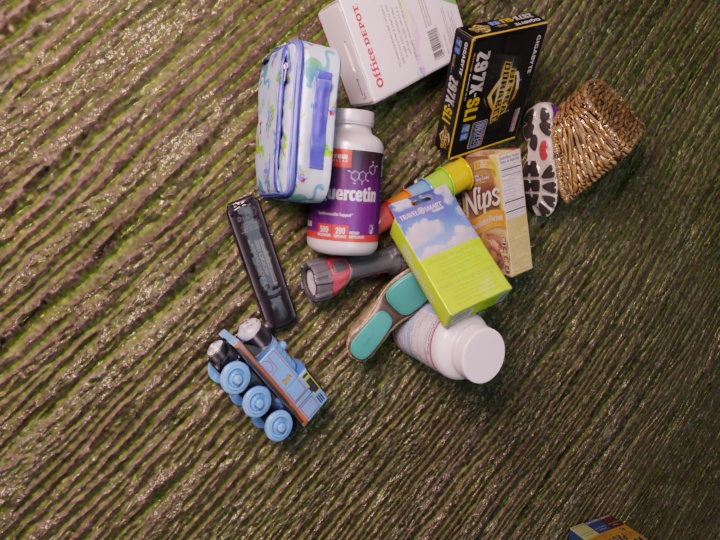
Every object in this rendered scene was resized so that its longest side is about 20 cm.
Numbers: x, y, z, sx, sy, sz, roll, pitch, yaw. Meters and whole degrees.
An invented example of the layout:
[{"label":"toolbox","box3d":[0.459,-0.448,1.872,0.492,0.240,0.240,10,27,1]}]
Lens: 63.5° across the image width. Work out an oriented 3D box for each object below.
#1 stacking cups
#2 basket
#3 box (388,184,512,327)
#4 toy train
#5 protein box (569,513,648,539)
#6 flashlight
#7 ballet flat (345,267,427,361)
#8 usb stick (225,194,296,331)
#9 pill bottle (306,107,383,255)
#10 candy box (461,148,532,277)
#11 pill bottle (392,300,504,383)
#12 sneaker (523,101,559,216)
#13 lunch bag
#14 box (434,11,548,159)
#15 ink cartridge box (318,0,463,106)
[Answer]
[{"label":"stacking cups","box3d":[0.098,-0.118,0.958,0.197,0.060,0.062,-32,112,-20]},{"label":"basket","box3d":[0.404,-0.241,1.056,0.144,0.149,0.199,49,42,4]},{"label":"box","box3d":[0.131,-0.027,0.900,0.119,0.048,0.204,-19,66,-21]},{"label":"toy train","box3d":[-0.141,0.161,0.868,0.114,0.086,0.202,-46,118,-20]},{"label":"protein box","box3d":[0.571,0.694,1.276,0.131,0.199,0.207,-4,101,-27]},{"label":"flashlight","box3d":[0.000,0.000,0.930,0.195,0.067,0.070,-13,113,-31]},{"label":"ballet flat","box3d":[0.047,0.060,0.953,0.199,0.065,0.071,-43,103,-3]},{"label":"usb stick","box3d":[-0.146,-0.007,0.864,0.054,0.033,0.206,-21,108,-14]},{"label":"pill bottle","box3d":[-0.022,-0.130,0.863,0.109,0.112,0.208,-1,99,-27]},{"label":"candy box","box3d":[0.230,-0.102,1.002,0.054,0.115,0.207,-19,107,-24]},{"label":"pill bottle","box3d":[0.139,0.109,0.942,0.105,0.199,0.113,-5,102,-26]},{"label":"sneaker","box3d":[0.351,-0.204,1.075,0.081,0.079,0.208,-10,106,-37]},{"label":"lunch bag","box3d":[-0.088,-0.198,0.789,0.080,0.160,0.208,1,99,-27]},{"label":"box","box3d":[0.207,-0.295,0.939,0.156,0.050,0.204,-20,139,-25]},{"label":"ink cartridge box","box3d":[0.052,-0.359,0.879,0.197,0.083,0.148,-32,113,-20]}]
